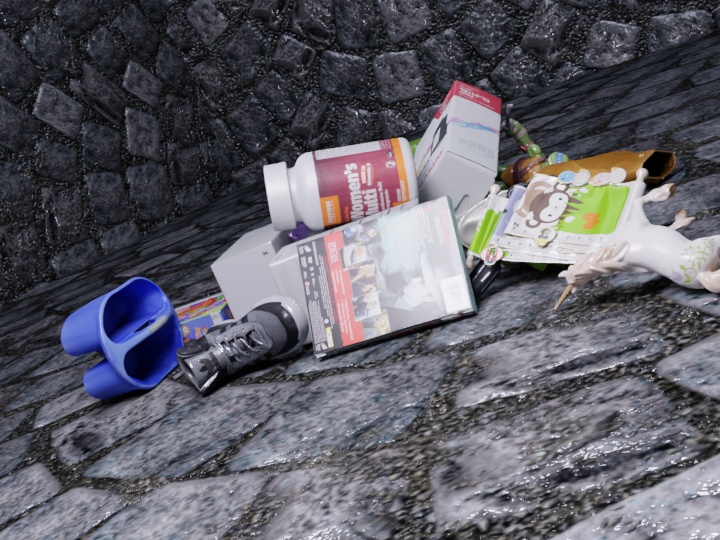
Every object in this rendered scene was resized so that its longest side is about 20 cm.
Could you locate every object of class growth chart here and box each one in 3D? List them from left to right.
[{"bbox_3d":[0.222,-0.061,1.148,0.200,0.018,0.145,-2,54,30],"label":"growth chart"}]

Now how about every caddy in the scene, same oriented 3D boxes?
[{"bbox_3d":[-0.318,0.092,1.399,0.105,0.142,0.200,-23,11,20],"label":"caddy"}]

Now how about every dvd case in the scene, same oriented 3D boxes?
[{"bbox_3d":[0.027,0.009,1.179,0.200,0.146,0.022,-19,-21,19],"label":"dvd case"}]

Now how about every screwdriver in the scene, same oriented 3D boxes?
[{"bbox_3d":[0.186,-0.039,1.185,0.200,0.029,0.028,-46,21,-8],"label":"screwdriver"}]

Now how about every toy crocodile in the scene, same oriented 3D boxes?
[{"bbox_3d":[0.212,-0.032,1.220,0.068,0.062,0.200,-56,22,-10],"label":"toy crocodile"}]

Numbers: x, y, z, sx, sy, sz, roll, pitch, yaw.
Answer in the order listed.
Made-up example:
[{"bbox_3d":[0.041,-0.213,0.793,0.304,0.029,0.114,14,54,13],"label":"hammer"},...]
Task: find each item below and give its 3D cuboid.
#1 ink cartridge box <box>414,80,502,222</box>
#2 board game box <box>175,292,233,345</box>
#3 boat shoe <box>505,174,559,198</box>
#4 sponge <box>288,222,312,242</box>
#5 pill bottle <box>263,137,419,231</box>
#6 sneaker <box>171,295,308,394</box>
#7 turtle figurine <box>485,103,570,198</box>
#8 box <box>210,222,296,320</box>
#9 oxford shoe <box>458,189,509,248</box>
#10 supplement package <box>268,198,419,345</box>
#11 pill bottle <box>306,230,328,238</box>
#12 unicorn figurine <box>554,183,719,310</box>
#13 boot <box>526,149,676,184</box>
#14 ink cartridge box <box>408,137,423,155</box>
[{"bbox_3d":[0.136,-0.160,1.469,0.200,0.083,0.146,-77,14,-50],"label":"ink cartridge box"},{"bbox_3d":[-0.279,0.092,1.567,0.200,0.045,0.134,-19,11,13],"label":"board game box"},{"bbox_3d":[0.251,-0.089,1.258,0.070,0.066,0.200,-49,37,-13],"label":"boat shoe"},{"bbox_3d":[-0.031,-0.069,1.538,0.112,0.030,0.200,-57,-23,0],"label":"sponge"},{"bbox_3d":[-0.026,-0.113,1.370,0.200,0.110,0.110,-10,11,-2],"label":"pill bottle"},{"bbox_3d":[-0.152,0.097,1.230,0.200,0.076,0.114,-23,8,46],"label":"sneaker"},{"bbox_3d":[0.211,-0.158,1.558,0.200,0.144,0.194,-10,-10,-47],"label":"turtle figurine"},{"bbox_3d":[-0.128,0.006,1.484,0.097,0.125,0.200,-21,11,13],"label":"box"},{"bbox_3d":[0.226,-0.076,1.357,0.200,0.075,0.058,-14,9,10],"label":"oxford shoe"},{"bbox_3d":[0.000,0.000,1.298,0.200,0.117,0.117,-19,9,8],"label":"supplement package"},{"bbox_3d":[0.020,-0.046,1.482,0.116,0.117,0.200,-10,17,45],"label":"pill bottle"},{"bbox_3d":[0.285,-0.020,0.965,0.137,0.074,0.200,-38,23,-24],"label":"unicorn figurine"},{"bbox_3d":[0.335,-0.130,1.413,0.201,0.071,0.144,-23,10,-32],"label":"boot"},{"bbox_3d":[0.122,-0.157,1.740,0.076,0.148,0.200,-17,11,26],"label":"ink cartridge box"}]
